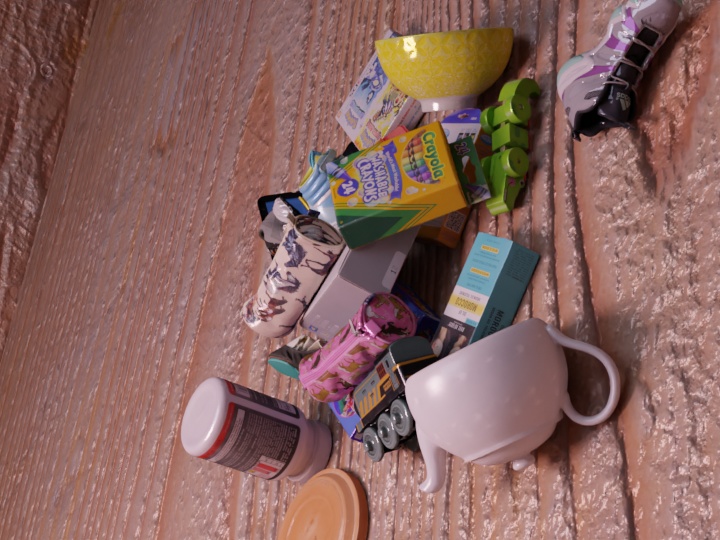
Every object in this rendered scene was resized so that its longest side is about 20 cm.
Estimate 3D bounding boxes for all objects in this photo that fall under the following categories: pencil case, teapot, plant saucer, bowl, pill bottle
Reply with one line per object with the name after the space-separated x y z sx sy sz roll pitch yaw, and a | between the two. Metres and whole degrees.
-0.007 0.106 1.525 0.200 0.086 0.083 -46 25 48 | pencil case
0.158 0.150 1.277 0.147 0.197 0.200 64 158 9 | teapot
-0.061 0.371 1.588 0.200 0.032 0.201 -38 40 41 | plant saucer
0.123 -0.284 1.642 0.200 0.199 0.108 12 108 60 | bowl
-0.101 0.010 1.632 0.200 0.089 0.078 -59 -3 31 | pencil case
-0.147 0.237 1.654 0.116 0.200 0.116 -38 39 39 | pill bottle

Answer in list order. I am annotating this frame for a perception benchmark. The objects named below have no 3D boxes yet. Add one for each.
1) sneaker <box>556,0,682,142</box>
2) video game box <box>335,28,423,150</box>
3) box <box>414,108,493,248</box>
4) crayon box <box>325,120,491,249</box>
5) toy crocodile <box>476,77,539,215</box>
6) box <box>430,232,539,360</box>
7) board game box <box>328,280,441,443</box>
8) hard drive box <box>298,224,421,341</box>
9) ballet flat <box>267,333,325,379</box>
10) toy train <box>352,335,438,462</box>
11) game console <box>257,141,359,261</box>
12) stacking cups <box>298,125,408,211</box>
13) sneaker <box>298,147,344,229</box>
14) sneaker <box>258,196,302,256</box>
0.318 -0.229 1.367 0.200 0.077 0.140 -49 34 45 | sneaker
0.045 -0.283 1.879 0.183 0.047 0.200 -59 29 17 | video game box
0.127 -0.134 1.642 0.119 0.041 0.201 14 79 61 | box
0.060 -0.120 1.519 0.199 0.052 0.126 -20 48 9 | crayon box
0.201 -0.168 1.532 0.067 0.062 0.201 -22 55 53 | toy crocodile
0.149 0.056 1.453 0.082 0.049 0.201 21 87 61 | box
0.029 0.126 1.604 0.200 0.045 0.134 -60 29 11 | board game box
0.000 0.000 1.619 0.156 0.077 0.200 -64 6 -27 | hard drive box
-0.081 0.138 1.757 0.069 0.068 0.200 -55 22 -11 | ballet flat
0.048 0.165 1.451 0.114 0.085 0.200 69 153 20 | toy train
-0.068 -0.113 1.862 0.173 0.118 0.200 -58 30 26 | game console
-0.001 -0.151 1.789 0.200 0.061 0.061 -38 31 -4 | stacking cups
-0.003 -0.150 1.717 0.200 0.131 0.080 -36 10 -4 | sneaker
-0.102 -0.042 1.749 0.079 0.074 0.200 -48 29 3 | sneaker
